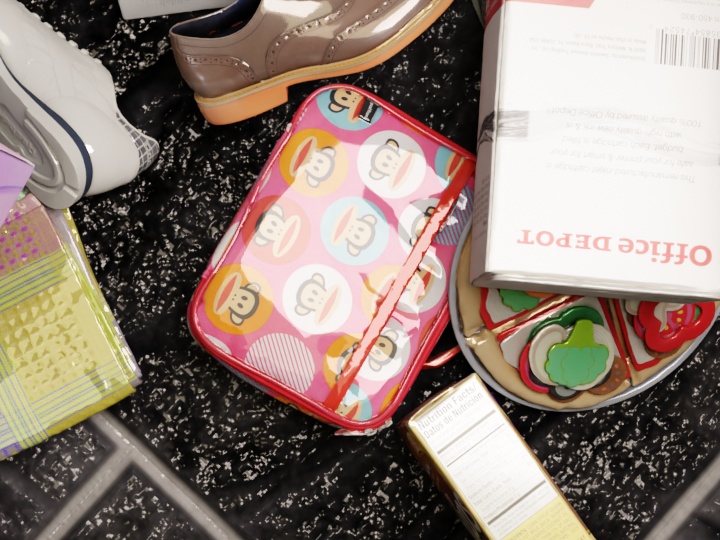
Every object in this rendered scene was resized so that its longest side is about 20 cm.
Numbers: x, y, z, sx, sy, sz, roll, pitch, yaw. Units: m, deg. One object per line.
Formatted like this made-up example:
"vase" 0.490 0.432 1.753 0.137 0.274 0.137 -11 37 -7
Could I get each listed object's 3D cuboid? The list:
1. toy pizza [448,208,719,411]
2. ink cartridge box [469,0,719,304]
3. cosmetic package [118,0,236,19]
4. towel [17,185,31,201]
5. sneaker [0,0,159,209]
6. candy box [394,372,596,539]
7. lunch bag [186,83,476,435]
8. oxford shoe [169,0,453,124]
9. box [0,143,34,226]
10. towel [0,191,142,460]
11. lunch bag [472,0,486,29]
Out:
"toy pizza" 0.152 0.004 1.080 0.198 0.032 0.202 -7 116 -15
"ink cartridge box" 0.142 -0.085 0.997 0.145 0.083 0.202 5 84 -5
"cosmetic package" -0.085 -0.221 1.057 0.149 0.200 0.052 -5 77 -3
"towel" -0.328 -0.017 1.114 0.198 0.023 0.154 18 84 -1
"sneaker" -0.215 -0.129 1.114 0.080 0.076 0.201 -27 74 -37
"candy box" 0.102 0.162 1.069 0.056 0.117 0.201 -34 86 -6
"lunch bag" 0.000 0.000 1.103 0.175 0.082 0.201 30 83 -4
"oxford shoe" -0.026 -0.164 1.077 0.199 0.071 0.073 -26 122 7
"box" -0.312 -0.023 0.936 0.175 0.097 0.201 31 92 17
"towel" -0.250 0.054 1.089 0.199 0.023 0.144 -28 87 -3
"lunch bag" 0.154 -0.192 1.107 0.163 0.118 0.202 -20 91 -4
